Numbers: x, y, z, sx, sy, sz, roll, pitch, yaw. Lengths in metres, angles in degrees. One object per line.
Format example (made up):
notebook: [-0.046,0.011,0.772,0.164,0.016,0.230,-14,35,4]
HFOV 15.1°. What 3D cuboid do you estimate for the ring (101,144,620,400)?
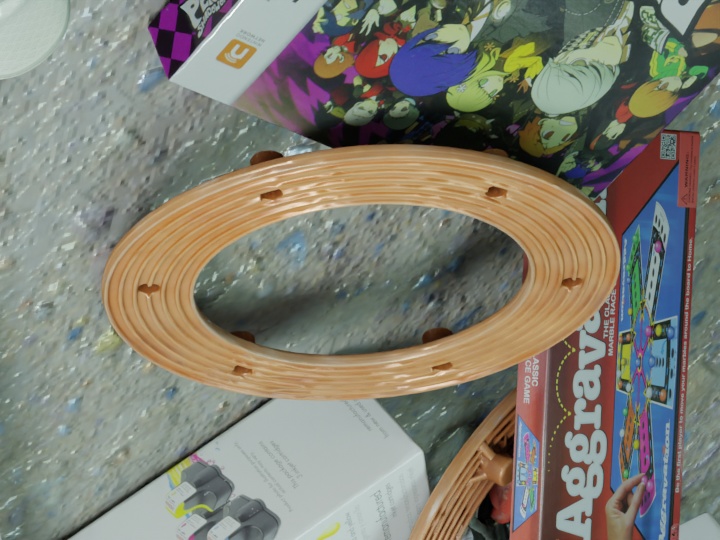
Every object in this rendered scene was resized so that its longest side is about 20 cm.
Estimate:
ring: [0.000,0.000,1.049,0.200,0.019,0.201,-4,153,-2]

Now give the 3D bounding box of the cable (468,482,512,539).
cable: [0.077,0.130,1.351,0.097,0.050,0.200,-32,148,-34]

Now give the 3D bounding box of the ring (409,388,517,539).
ring: [0.077,0.127,1.239,0.200,0.019,0.201,-37,141,-37]

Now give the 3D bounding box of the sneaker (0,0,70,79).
sneaker: [-0.127,-0.107,0.793,0.075,0.081,0.200,-40,151,-7]

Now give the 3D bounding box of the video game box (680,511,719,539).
video game box: [0.100,0.231,1.498,0.200,0.047,0.182,-22,153,-31]

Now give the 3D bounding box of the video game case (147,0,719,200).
video game case: [0.055,-0.107,0.970,0.200,0.036,0.181,21,124,-40]

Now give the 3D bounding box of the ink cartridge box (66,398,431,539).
ink cartridge box: [-0.065,0.141,1.186,0.200,0.068,0.115,-34,148,-14]

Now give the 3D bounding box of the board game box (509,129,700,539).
board game box: [0.107,0.037,1.186,0.103,0.019,0.201,1,92,-46]
